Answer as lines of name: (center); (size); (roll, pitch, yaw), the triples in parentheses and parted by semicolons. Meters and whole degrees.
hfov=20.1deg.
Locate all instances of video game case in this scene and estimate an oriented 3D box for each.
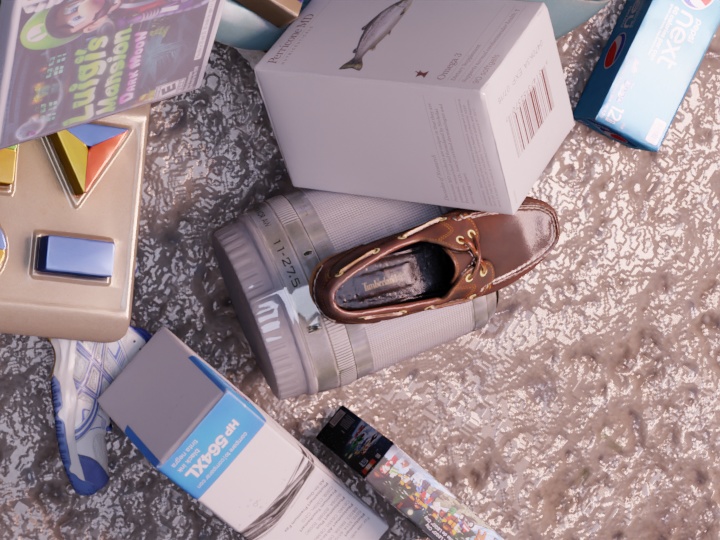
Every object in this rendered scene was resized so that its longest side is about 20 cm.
video game case: (-0.180, -0.173, 1.476); (0.181, 0.200, 0.023); (-20, 66, -26)

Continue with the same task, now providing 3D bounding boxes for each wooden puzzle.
wooden puzzle: (-0.254, -0.050, 1.555); (0.184, 0.046, 0.201); (6, 90, -22)

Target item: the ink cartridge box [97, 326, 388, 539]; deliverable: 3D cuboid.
ink cartridge box: (-0.092, 0.152, 1.597); (0.084, 0.146, 0.200); (-48, 121, -4)

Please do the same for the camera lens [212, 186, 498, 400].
camera lens: (0.000, 0.000, 1.622); (0.199, 0.160, 0.161); (-22, 99, -8)

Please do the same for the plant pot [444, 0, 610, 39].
plant pot: (0.088, -0.243, 1.619); (0.200, 0.200, 0.135); (36, 123, -12)

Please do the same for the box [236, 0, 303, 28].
box: (-0.075, -0.302, 1.581); (0.121, 0.032, 0.201); (30, 59, -23)

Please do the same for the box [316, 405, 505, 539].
box: (0.043, 0.178, 1.627); (0.137, 0.200, 0.038); (42, 86, -11)

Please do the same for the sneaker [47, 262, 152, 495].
sneaker: (-0.207, 0.080, 1.632); (0.088, 0.075, 0.201); (-6, 97, -11)

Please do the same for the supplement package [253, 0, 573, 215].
supplement package: (0.041, -0.131, 1.542); (0.117, 0.199, 0.118); (-55, 140, -38)

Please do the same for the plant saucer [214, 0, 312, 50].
plant saucer: (-0.092, -0.271, 1.597); (0.199, 0.027, 0.201); (10, 70, -30)

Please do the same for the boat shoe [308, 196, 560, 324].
boat shoe: (0.061, -0.004, 1.517); (0.199, 0.070, 0.071); (-21, 97, -10)

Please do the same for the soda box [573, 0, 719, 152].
soda box: (0.255, -0.203, 1.701); (0.064, 0.068, 0.201); (27, 90, -13)

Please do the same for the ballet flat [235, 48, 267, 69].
ballet flat: (-0.099, -0.225, 1.630); (0.200, 0.072, 0.072); (44, 86, -11)
